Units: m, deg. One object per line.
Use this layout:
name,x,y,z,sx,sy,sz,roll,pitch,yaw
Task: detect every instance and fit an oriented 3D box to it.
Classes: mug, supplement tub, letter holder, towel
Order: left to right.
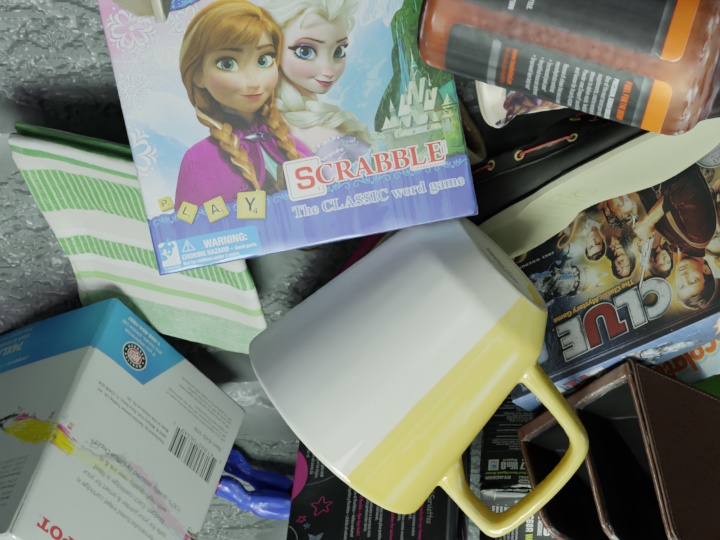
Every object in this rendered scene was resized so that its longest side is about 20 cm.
towel,-0.147,-0.017,1.280,0.152,0.023,0.200,12,145,20
mug,0.047,0.057,1.197,0.153,0.149,0.186,-45,121,11
supplement tub,0.138,-0.137,1.047,0.200,0.107,0.107,18,134,7
letter holder,0.216,0.165,1.238,0.200,0.142,0.101,22,134,-40

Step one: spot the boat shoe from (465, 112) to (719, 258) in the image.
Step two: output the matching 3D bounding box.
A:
boat shoe,0.142,-0.072,1.208,0.201,0.063,0.074,-27,154,32

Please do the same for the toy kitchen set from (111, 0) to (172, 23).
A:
toy kitchen set,-0.198,-0.220,1.018,0.180,0.200,0.163,-3,132,9

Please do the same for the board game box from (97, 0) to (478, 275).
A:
board game box,-0.044,-0.113,1.132,0.199,0.041,0.200,-12,104,2

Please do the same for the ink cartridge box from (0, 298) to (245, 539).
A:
ink cartridge box,-0.206,0.153,1.351,0.146,0.200,0.147,-17,130,40

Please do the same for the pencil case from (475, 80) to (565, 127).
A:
pencil case,0.162,-0.138,1.142,0.199,0.078,0.090,-10,134,14

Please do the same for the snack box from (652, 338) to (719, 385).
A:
snack box,0.209,0.019,1.270,0.200,0.037,0.116,-26,86,27

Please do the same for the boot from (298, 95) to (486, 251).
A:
boot,-0.029,-0.106,1.198,0.154,0.072,0.200,-24,131,26

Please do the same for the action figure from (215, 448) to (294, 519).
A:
action figure,-0.061,0.198,1.491,0.199,0.065,0.099,13,125,-5

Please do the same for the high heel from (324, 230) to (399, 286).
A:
high heel,0.000,0.000,1.292,0.067,0.096,0.200,16,126,-28

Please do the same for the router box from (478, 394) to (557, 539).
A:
router box,0.119,0.169,1.386,0.062,0.150,0.200,2,133,5

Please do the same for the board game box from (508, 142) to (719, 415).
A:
board game box,0.177,-0.005,1.225,0.200,0.136,0.035,-27,146,27

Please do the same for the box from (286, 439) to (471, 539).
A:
box,0.020,0.170,1.362,0.114,0.200,0.132,-2,133,9

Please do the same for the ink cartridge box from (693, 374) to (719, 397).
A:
ink cartridge box,0.267,0.085,1.343,0.147,0.076,0.200,15,134,-8
